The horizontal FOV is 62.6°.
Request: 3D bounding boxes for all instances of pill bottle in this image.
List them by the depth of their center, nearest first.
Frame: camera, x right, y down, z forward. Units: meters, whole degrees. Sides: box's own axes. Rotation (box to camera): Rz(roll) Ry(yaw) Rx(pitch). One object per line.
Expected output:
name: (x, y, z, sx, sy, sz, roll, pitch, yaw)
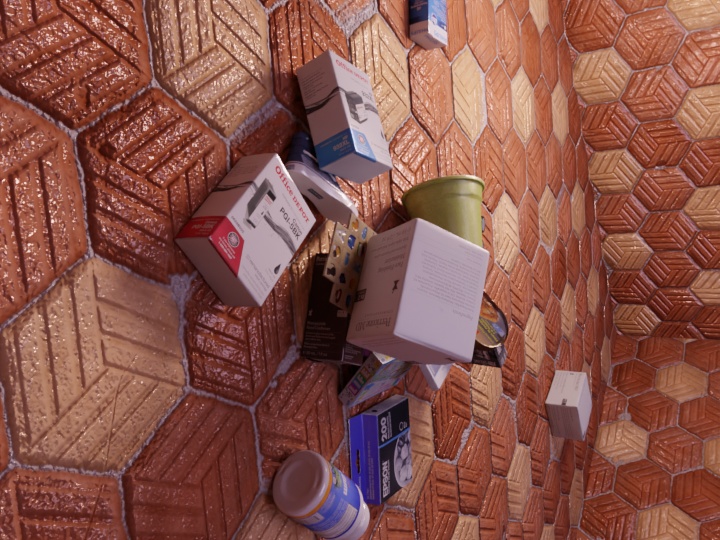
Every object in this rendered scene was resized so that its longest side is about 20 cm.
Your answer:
pill bottle: (-0.062, 0.414, 1.064, 0.201, 0.111, 0.113, 53, 48, -42)

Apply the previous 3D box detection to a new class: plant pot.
plant pot: (0.202, -0.092, 1.358, 0.199, 0.198, 0.187, 13, 66, -55)

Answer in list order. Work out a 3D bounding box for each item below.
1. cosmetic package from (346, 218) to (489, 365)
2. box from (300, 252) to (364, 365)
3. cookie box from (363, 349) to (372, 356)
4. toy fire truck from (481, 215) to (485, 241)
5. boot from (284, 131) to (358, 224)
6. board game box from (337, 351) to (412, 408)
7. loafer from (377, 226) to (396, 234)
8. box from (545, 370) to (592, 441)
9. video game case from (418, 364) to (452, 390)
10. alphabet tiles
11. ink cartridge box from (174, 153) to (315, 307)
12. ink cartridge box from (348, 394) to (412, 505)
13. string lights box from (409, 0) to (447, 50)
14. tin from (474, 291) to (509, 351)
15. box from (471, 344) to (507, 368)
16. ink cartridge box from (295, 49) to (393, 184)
cosmetic package: (0.099, 0.046, 1.031, 0.163, 0.164, 0.203, 22, 70, -24)
box: (-0.041, 0.071, 1.110, 0.075, 0.099, 0.203, 25, 69, -53)
cookie box: (0.041, 0.078, 1.255, 0.199, 0.074, 0.174, -9, 97, -56)
toy fire truck: (0.239, -0.084, 1.539, 0.200, 0.127, 0.179, 27, 67, -64)
boot: (-0.063, -0.169, 1.105, 0.200, 0.072, 0.092, 40, 52, -48)
board game box: (0.053, 0.206, 1.237, 0.199, 0.034, 0.135, -9, 139, -57)
loafer: (0.043, -0.055, 1.282, 0.199, 0.071, 0.064, -19, 85, -61)
box: (0.861, 0.553, 2.439, 0.199, 0.129, 0.202, -51, 130, -44)
video game case: (0.148, 0.125, 1.277, 0.202, 0.023, 0.182, 62, 34, -11)
alphabet tiles: (0.000, 0.000, 1.080, 0.200, 0.006, 0.169, 36, 61, -50)
ink cartridge box: (-0.171, -0.065, 0.930, 0.148, 0.082, 0.201, 59, 45, -36)
ink cartridge box: (0.048, 0.395, 1.292, 0.199, 0.043, 0.201, -9, 98, -55)
string lights box: (0.169, -0.669, 1.473, 0.102, 0.058, 0.203, 1, 89, -56)
tin: (0.243, 0.089, 1.312, 0.112, 0.042, 0.201, -34, 81, -37)
box: (0.243, 0.158, 1.449, 0.050, 0.198, 0.159, -55, 132, -35)
ink cartridge box: (-0.028, -0.279, 1.095, 0.144, 0.083, 0.203, 6, 67, -58)
